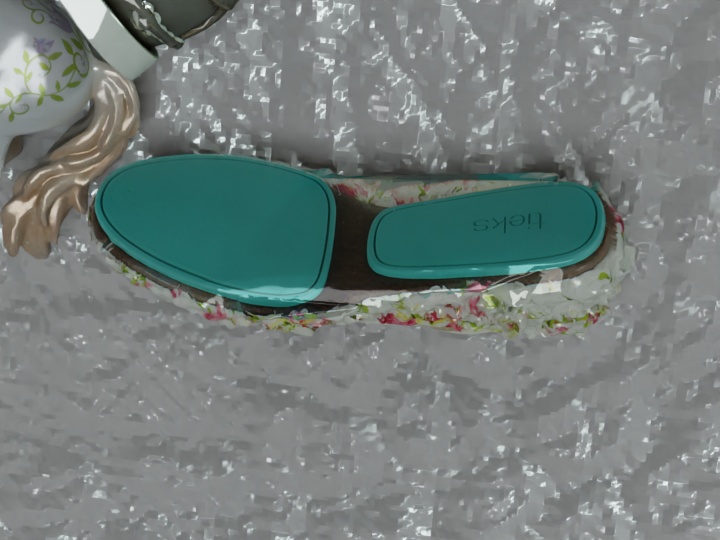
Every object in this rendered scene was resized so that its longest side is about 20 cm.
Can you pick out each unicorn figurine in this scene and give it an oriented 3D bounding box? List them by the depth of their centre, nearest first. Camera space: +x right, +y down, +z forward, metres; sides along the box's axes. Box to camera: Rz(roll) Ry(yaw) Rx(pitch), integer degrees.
[{"bbox_3d":[-0.160,-0.093,0.773,0.137,0.074,0.200,-40,131,24],"label":"unicorn figurine"}]

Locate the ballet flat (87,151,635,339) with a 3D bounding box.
[{"bbox_3d":[0.000,0.000,0.798,0.200,0.076,0.064,5,147,12],"label":"ballet flat"}]

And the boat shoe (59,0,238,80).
[{"bbox_3d":[-0.111,-0.164,0.742,0.060,0.072,0.202,-31,103,6],"label":"boat shoe"}]
